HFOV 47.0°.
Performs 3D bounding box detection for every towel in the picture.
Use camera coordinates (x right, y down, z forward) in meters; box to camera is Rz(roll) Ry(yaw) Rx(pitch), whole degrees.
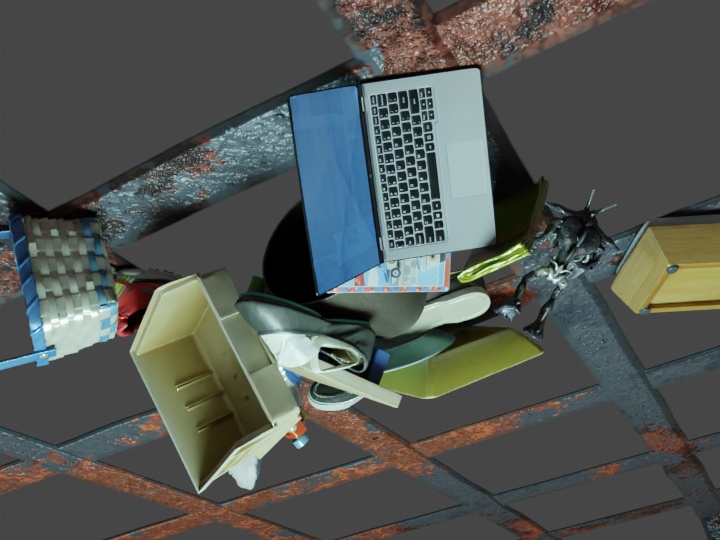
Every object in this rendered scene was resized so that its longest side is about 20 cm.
[{"bbox_3d":[0.167,-0.051,0.954,0.086,0.200,0.018,-25,106,29],"label":"towel"}]

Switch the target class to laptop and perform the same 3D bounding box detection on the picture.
[{"bbox_3d":[0.041,-0.092,0.816,0.198,0.116,0.189,-8,103,-1],"label":"laptop"}]

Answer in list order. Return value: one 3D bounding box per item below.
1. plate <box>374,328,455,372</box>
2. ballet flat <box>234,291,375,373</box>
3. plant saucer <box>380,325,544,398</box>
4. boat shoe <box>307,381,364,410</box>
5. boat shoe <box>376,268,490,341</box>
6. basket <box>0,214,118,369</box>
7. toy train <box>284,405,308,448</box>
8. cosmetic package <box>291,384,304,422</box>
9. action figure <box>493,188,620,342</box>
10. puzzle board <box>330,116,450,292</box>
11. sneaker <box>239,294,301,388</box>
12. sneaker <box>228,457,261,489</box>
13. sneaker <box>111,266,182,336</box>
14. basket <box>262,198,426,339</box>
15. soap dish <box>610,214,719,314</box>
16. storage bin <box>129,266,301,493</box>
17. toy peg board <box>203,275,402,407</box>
[{"bbox_3d":[0.042,0.114,1.224,0.198,0.026,0.200,-16,-174,2],"label":"plate"},{"bbox_3d":[-0.055,0.076,0.924,0.199,0.069,0.068,17,158,-41],"label":"ballet flat"},{"bbox_3d":[0.137,0.127,1.233,0.199,0.049,0.200,-18,-175,-21],"label":"plant saucer"},{"bbox_3d":[0.002,0.167,1.347,0.198,0.071,0.064,-20,147,4],"label":"boat shoe"},{"bbox_3d":[0.082,0.047,1.177,0.198,0.060,0.072,-16,136,9],"label":"boat shoe"},{"bbox_3d":[-0.382,0.028,0.939,0.198,0.178,0.139,-6,153,-25],"label":"basket"},{"bbox_3d":[-0.149,0.176,1.244,0.056,0.200,0.150,-42,-177,-23],"label":"toy train"},{"bbox_3d":[-0.203,0.232,1.380,0.198,0.085,0.108,-13,150,6],"label":"cosmetic package"},{"bbox_3d":[0.254,-0.014,1.089,0.118,0.102,0.201,32,93,-11],"label":"action figure"},{"bbox_3d":[0.029,-0.076,0.889,0.149,0.202,0.017,0,-170,-12],"label":"puzzle board"},{"bbox_3d":[-0.124,0.089,1.200,0.089,0.079,0.200,-37,137,2],"label":"sneaker"},{"bbox_3d":[-0.234,0.359,1.599,0.086,0.075,0.201,7,139,-2],"label":"sneaker"},{"bbox_3d":[-0.318,0.043,1.059,0.198,0.086,0.077,0,146,-13],"label":"sneaker"},{"bbox_3d":[0.000,0.000,1.025,0.180,0.136,0.200,-43,148,3],"label":"basket"},{"bbox_3d":[0.476,-0.006,1.169,0.198,0.082,0.158,-2,147,-7],"label":"soap dish"},{"bbox_3d":[-0.175,0.129,0.978,0.093,0.201,0.199,-21,163,-32],"label":"storage bin"},{"bbox_3d":[-0.064,0.085,1.076,0.199,0.099,0.198,27,168,-35],"label":"toy peg board"}]
